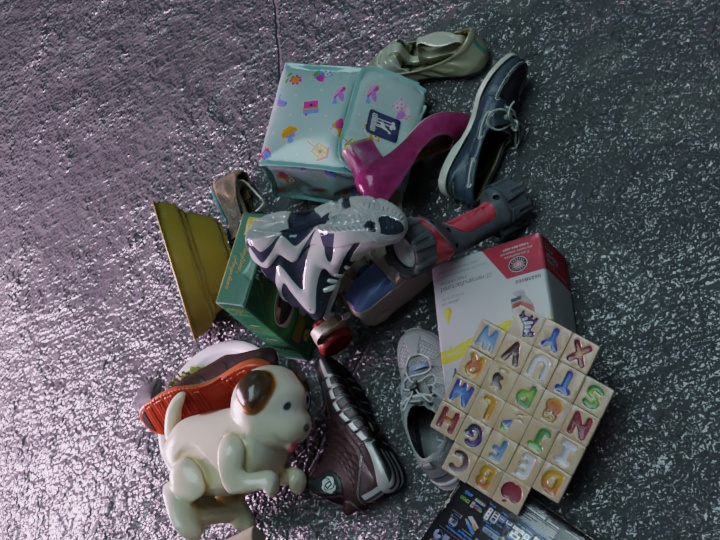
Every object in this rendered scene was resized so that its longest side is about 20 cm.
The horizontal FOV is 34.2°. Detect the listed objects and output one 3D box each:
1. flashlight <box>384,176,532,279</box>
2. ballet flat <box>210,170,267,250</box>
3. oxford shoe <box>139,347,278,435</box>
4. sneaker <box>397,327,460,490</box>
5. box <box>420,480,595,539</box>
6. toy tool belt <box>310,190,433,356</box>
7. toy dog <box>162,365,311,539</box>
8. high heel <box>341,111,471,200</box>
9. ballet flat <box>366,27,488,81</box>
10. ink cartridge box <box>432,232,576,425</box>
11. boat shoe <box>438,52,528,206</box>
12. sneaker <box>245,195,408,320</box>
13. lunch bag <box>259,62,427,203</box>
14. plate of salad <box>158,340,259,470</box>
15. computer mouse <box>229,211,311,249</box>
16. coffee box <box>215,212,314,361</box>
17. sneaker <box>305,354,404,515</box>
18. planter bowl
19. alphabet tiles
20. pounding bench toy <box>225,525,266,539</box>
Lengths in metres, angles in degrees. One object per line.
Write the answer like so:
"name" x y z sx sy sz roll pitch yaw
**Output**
"flashlight" 0.116 -0.056 1.374 0.199 0.068 0.068 -29 56 -34
"ballet flat" -0.155 -0.065 1.623 0.067 0.068 0.201 -29 57 8
"oxford shoe" -0.189 0.154 1.494 0.198 0.072 0.073 -20 23 16
"sneaker" 0.082 0.150 1.360 0.074 0.082 0.202 -27 56 18
"box" 0.148 0.337 1.251 0.199 0.050 0.200 30 86 37
"toy tool belt" 0.000 0.000 1.451 0.199 0.125 0.123 -39 65 2
"toy dog" -0.136 0.199 1.404 0.200 0.139 0.195 -44 54 22
"high heel" 0.079 -0.138 1.473 0.096 0.198 0.068 61 148 23
"ballet flat" 0.077 -0.292 1.587 0.198 0.069 0.070 -5 65 30
"ink cartridge box" 0.169 0.079 1.339 0.144 0.083 0.202 -18 60 24
"boat shoe" 0.166 -0.176 1.470 0.062 0.075 0.201 25 83 39
"sneaker" -0.025 -0.006 1.336 0.197 0.131 0.080 -10 31 20
"lunch bag" -0.018 -0.180 1.560 0.198 0.122 0.172 6 66 16
"plate of salad" -0.192 0.184 1.535 0.198 0.048 0.202 -13 62 26
"computer mouse" -0.072 -0.037 1.526 0.140 0.198 0.047 136 126 -61
"coffee box" -0.103 0.023 1.459 0.044 0.200 0.124 7 71 25
"sneaker" -0.037 0.204 1.414 0.115 0.076 0.201 -39 54 13
"planter bowl" -0.213 -0.010 1.581 0.083 0.201 0.202 -16 55 -8
"alphabet tiles" 0.170 0.148 1.253 0.165 0.006 0.202 29 98 25
"pounding bench toy" -0.084 0.397 1.296 0.123 0.156 0.202 -21 58 22
